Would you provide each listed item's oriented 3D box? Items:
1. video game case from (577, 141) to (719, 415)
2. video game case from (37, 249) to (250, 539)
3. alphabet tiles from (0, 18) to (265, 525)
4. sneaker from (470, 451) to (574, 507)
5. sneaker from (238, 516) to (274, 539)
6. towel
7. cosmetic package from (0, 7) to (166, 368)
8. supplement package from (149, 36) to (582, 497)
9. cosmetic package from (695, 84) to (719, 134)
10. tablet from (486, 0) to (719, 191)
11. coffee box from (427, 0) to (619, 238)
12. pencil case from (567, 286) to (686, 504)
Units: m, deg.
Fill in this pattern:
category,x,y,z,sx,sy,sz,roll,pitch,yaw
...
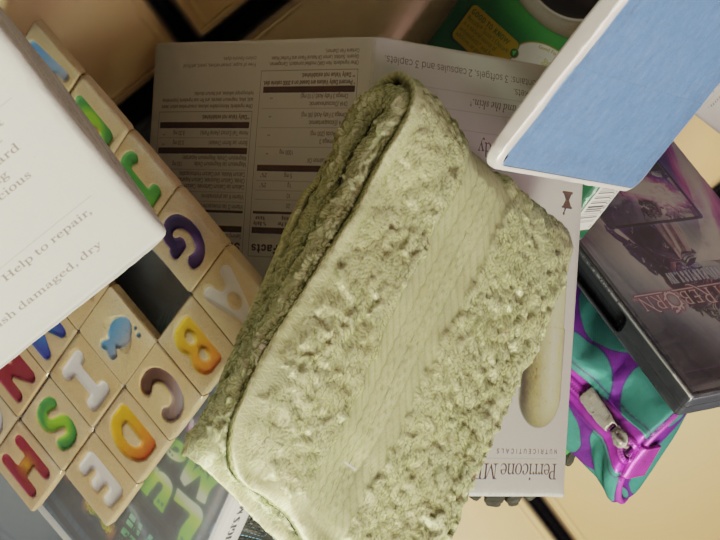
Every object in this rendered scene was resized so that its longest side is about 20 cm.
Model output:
category,x,y,z,sx,sy,sz,roll,pitch,yaw
video game case,0.154,-0.013,1.411,0.143,0.200,0.019,-7,142,-46
video game case,-0.114,0.044,1.236,0.023,0.200,0.182,-13,138,-44
alphabet tiles,-0.135,0.014,1.210,0.008,0.167,0.200,-25,159,-49
sneaker,0.136,0.060,1.594,0.200,0.078,0.085,-36,144,-5
sneaker,-0.043,0.112,1.443,0.199,0.073,0.082,6,149,6
towel,0.014,0.033,1.148,0.148,0.036,0.201,42,65,-36
cosmetic package,-0.214,-0.061,1.058,0.166,0.167,0.200,-38,144,-2
supplement package,0.000,0.000,1.262,0.151,0.150,0.201,5,89,-45
cosmetic package,0.228,-0.118,1.488,0.102,0.074,0.200,-48,143,12
tablet,0.128,-0.092,1.209,0.130,0.014,0.200,-52,161,14
coffee box,0.120,-0.127,1.331,0.200,0.123,0.044,-55,159,18
pencil case,0.088,0.025,1.400,0.085,0.200,0.092,-50,174,17
